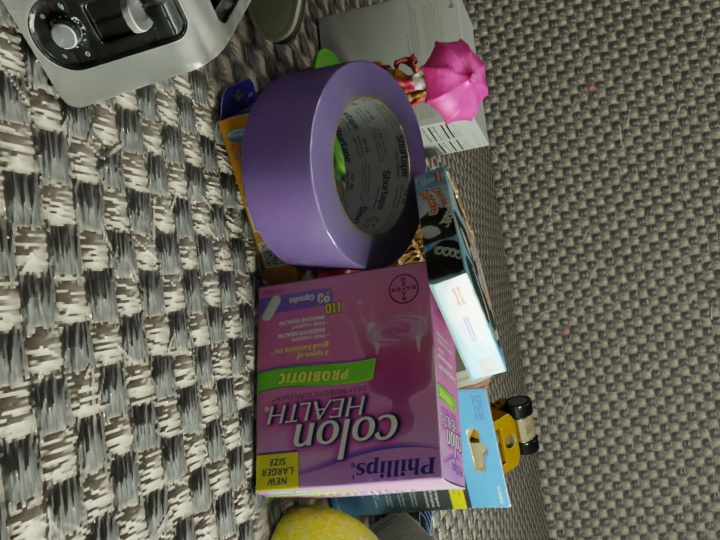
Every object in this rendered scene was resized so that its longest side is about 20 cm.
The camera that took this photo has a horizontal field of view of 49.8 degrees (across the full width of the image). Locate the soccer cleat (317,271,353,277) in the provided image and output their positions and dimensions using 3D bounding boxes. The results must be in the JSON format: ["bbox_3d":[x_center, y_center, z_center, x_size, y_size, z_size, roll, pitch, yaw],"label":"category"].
[{"bbox_3d":[0.000,0.000,0.993,0.200,0.068,0.085,37,50,-60],"label":"soccer cleat"}]

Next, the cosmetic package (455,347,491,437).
[{"bbox_3d":[0.080,0.174,0.932,0.103,0.087,0.200,-13,125,-43],"label":"cosmetic package"}]

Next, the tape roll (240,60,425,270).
[{"bbox_3d":[-0.020,-0.100,0.767,0.200,0.085,0.201,-1,91,-55],"label":"tape roll"}]

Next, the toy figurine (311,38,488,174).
[{"bbox_3d":[0.060,-0.213,0.920,0.200,0.184,0.150,-65,142,-62],"label":"toy figurine"}]

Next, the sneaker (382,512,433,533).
[{"bbox_3d":[0.063,0.312,1.028,0.078,0.070,0.200,62,25,-62],"label":"sneaker"}]

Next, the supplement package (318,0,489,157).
[{"bbox_3d":[0.064,-0.267,1.106,0.147,0.200,0.192,23,60,-71],"label":"supplement package"}]

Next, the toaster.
[{"bbox_3d":[-0.159,-0.235,0.511,0.200,0.118,0.181,-79,155,-48],"label":"toaster"}]

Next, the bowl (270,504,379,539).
[{"bbox_3d":[-0.006,0.323,0.735,0.200,0.107,0.201,-9,90,-73],"label":"bowl"}]

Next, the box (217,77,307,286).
[{"bbox_3d":[-0.087,-0.098,0.804,0.119,0.041,0.200,-61,141,-63],"label":"box"}]

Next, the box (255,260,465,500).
[{"bbox_3d":[-0.002,0.110,0.742,0.097,0.175,0.200,45,40,-63],"label":"box"}]

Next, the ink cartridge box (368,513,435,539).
[{"bbox_3d":[0.081,0.379,0.844,0.200,0.083,0.147,27,-41,57],"label":"ink cartridge box"}]

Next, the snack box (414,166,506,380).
[{"bbox_3d":[0.093,-0.004,0.746,0.200,0.037,0.116,-91,158,-56],"label":"snack box"}]

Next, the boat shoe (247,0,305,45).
[{"bbox_3d":[-0.088,-0.338,0.868,0.061,0.072,0.202,28,52,-64],"label":"boat shoe"}]

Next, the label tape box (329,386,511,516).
[{"bbox_3d":[0.054,0.185,0.840,0.063,0.200,0.145,-54,132,-66],"label":"label tape box"}]

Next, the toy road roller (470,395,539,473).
[{"bbox_3d":[0.280,0.351,1.676,0.200,0.146,0.123,-23,107,-34],"label":"toy road roller"}]

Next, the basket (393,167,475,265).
[{"bbox_3d":[0.081,-0.030,1.128,0.200,0.149,0.143,61,26,-49],"label":"basket"}]

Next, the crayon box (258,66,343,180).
[{"bbox_3d":[-0.052,-0.179,0.941,0.200,0.051,0.126,-61,139,-64],"label":"crayon box"}]
